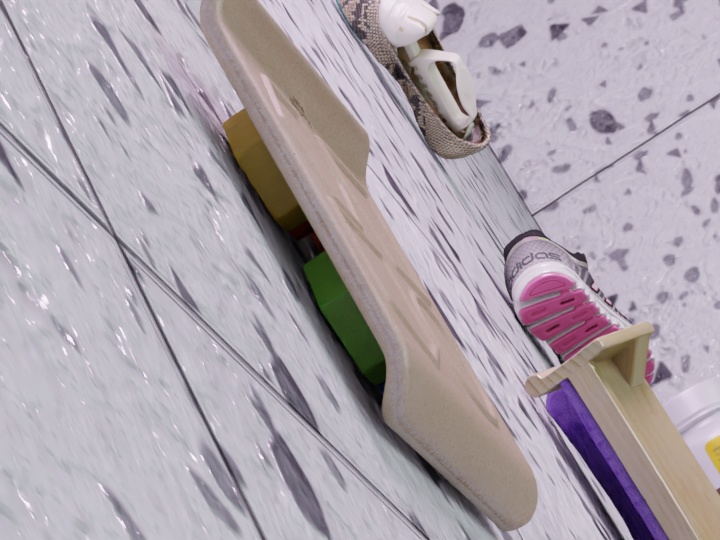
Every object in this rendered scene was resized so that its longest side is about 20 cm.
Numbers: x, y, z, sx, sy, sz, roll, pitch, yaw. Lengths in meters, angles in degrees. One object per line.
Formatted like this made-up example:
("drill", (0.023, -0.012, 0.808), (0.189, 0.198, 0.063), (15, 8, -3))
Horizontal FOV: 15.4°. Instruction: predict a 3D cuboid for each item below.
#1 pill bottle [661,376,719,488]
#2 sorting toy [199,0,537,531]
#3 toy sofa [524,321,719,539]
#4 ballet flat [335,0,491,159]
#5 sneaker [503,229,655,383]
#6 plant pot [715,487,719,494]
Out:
("pill bottle", (0.370, 0.213, 2.625), (0.200, 0.114, 0.114), (60, 6, 18))
("sorting toy", (0.000, 0.000, 1.072), (0.201, 0.036, 0.185), (65, 9, 26))
("toy sofa", (0.184, 0.141, 1.696), (0.083, 0.098, 0.200), (-14, 70, -58))
("ballet flat", (0.054, -0.183, 2.268), (0.075, 0.068, 0.200), (-4, -57, 53))
("sneaker", (0.171, 0.033, 2.111), (0.200, 0.074, 0.088), (45, 19, -45))
("plant pot", (0.311, 0.236, 1.830), (0.200, 0.187, 0.187), (43, -5, 41))
